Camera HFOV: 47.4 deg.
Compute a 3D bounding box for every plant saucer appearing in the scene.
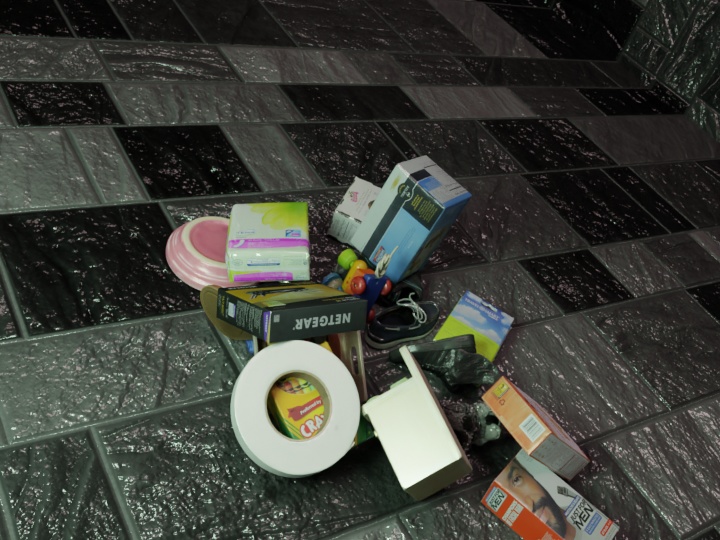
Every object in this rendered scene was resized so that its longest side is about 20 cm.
[{"bbox_3d":[-0.273,-0.038,1.579,0.197,0.051,0.202,14,38,-11],"label":"plant saucer"}]

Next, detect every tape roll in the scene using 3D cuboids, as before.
[{"bbox_3d":[-0.096,0.208,1.240,0.199,0.037,0.206,8,68,-19],"label":"tape roll"}]

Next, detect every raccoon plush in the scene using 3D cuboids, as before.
[{"bbox_3d":[0.156,0.242,1.435,0.199,0.098,0.133,39,31,20],"label":"raccoon plush"}]

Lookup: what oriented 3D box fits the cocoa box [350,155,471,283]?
[{"bbox_3d":[0.099,-0.101,1.613,0.131,0.201,0.133,42,32,15],"label":"cocoa box"}]

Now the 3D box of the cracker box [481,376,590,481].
[{"bbox_3d":[0.302,0.272,1.403,0.200,0.058,0.134,39,9,-49],"label":"cracker box"}]

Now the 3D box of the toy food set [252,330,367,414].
[{"bbox_3d":[-0.085,0.157,1.369,0.197,0.060,0.146,-1,78,-30],"label":"toy food set"}]

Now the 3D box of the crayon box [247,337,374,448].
[{"bbox_3d":[-0.080,0.203,1.298,0.126,0.051,0.202,-24,79,-27],"label":"crayon box"}]

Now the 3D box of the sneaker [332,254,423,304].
[{"bbox_3d":[0.040,0.021,1.653,0.197,0.076,0.080,7,41,-20],"label":"sneaker"}]

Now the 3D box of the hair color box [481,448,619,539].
[{"bbox_3d":[0.309,0.398,1.341,0.199,0.065,0.110,37,39,20],"label":"hair color box"}]

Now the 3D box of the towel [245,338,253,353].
[{"bbox_3d":[-0.134,0.092,1.516,0.197,0.024,0.146,-1,44,-29],"label":"towel"}]

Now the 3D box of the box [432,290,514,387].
[{"bbox_3d":[0.222,0.132,1.635,0.121,0.048,0.200,31,37,9],"label":"box"}]

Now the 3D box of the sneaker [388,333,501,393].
[{"bbox_3d":[0.156,0.180,1.518,0.196,0.060,0.106,-11,83,3],"label":"sneaker"}]

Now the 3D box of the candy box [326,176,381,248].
[{"bbox_3d":[0.044,-0.104,1.812,0.197,0.072,0.168,26,37,2],"label":"candy box"}]

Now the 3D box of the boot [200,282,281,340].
[{"bbox_3d":[-0.176,0.062,1.457,0.199,0.074,0.155,38,39,-6],"label":"boot"}]

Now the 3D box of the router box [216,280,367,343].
[{"bbox_3d":[-0.111,0.063,1.339,0.198,0.053,0.156,-5,15,-41],"label":"router box"}]

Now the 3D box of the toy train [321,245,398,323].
[{"bbox_3d":[0.000,0.000,1.550,0.084,0.202,0.116,1,37,-43],"label":"toy train"}]

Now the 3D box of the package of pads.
[{"bbox_3d":[-0.170,-0.054,1.510,0.151,0.069,0.201,-1,32,-3],"label":"package of pads"}]

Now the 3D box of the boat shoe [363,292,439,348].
[{"bbox_3d":[0.089,0.092,1.601,0.198,0.062,0.075,-13,49,-39],"label":"boat shoe"}]

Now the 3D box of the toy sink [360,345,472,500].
[{"bbox_3d":[0.078,0.244,1.302,0.111,0.131,0.202,-28,64,2],"label":"toy sink"}]
